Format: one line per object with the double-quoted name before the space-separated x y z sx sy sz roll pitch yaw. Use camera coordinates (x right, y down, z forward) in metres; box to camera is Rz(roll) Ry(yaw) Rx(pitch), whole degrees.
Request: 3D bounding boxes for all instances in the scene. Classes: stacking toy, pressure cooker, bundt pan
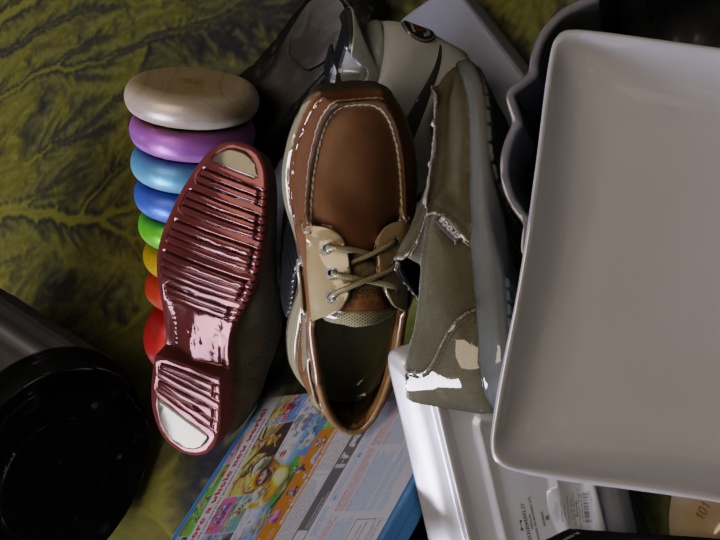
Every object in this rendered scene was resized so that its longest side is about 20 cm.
"stacking toy" -0.111 -0.023 0.909 0.085 0.085 0.203 22 117 38
"pressure cooker" -0.266 0.105 0.974 0.199 0.179 0.176 27 68 38
"bundt pan" 0.169 -0.050 0.686 0.199 0.076 0.205 -2 80 10

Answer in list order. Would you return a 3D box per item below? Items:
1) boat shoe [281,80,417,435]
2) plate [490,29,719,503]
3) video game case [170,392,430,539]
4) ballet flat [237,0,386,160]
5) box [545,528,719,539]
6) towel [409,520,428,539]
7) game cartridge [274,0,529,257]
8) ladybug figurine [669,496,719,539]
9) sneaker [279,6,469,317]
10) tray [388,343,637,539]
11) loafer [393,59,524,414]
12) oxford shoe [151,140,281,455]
"boat shoe" 0.000 0.000 0.751 0.074 0.075 0.202 -111 18 -53
"plate" 0.169 0.004 0.622 0.197 0.032 0.202 8 80 11
"video game case" -0.029 0.125 0.803 0.199 0.018 0.144 -12 38 50
"ballet flat" -0.053 -0.111 0.929 0.200 0.057 0.067 -40 74 33
"box" 0.169 0.191 0.624 0.199 0.036 0.145 -8 97 51
"towel" 0.004 0.235 0.784 0.111 0.048 0.203 19 103 62
"game cartridge" 0.023 -0.067 0.862 0.200 0.041 0.134 -46 54 23
"ladybug figurine" 0.234 0.142 0.637 0.199 0.072 0.137 35 105 37
"sneaker" 0.007 -0.047 0.807 0.075 0.087 0.201 -100 25 -49
"tray" 0.087 0.126 0.715 0.106 0.022 0.203 -14 94 -2
"loafer" 0.045 -0.019 0.701 0.069 0.075 0.202 -13 53 19
"oxford shoe" -0.082 0.012 0.877 0.070 0.075 0.202 25 115 23
